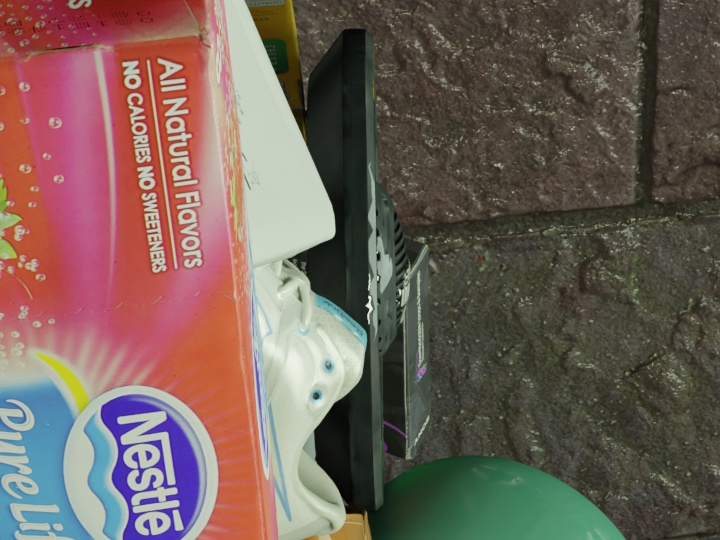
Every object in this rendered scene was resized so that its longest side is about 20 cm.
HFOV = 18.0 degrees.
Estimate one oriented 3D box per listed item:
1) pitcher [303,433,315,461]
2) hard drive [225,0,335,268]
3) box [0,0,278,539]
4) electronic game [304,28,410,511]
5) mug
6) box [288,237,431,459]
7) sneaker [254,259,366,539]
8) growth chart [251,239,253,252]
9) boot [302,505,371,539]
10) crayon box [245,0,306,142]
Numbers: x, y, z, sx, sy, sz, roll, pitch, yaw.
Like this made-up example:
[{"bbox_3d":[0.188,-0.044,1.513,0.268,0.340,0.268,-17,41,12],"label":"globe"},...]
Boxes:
[{"bbox_3d":[-0.063,0.086,1.080,0.172,0.121,0.201,41,35,-47],"label":"pitcher"},{"bbox_3d":[-0.070,-0.056,0.628,0.132,0.026,0.200,67,19,1],"label":"hard drive"},{"bbox_3d":[-0.071,0.009,0.461,0.096,0.099,0.200,-99,-176,-48],"label":"box"},{"bbox_3d":[0.000,0.000,0.944,0.200,0.041,0.201,-1,90,-90],"label":"electronic game"},{"bbox_3d":[0.040,0.157,1.001,0.114,0.185,0.153,-42,125,-46],"label":"mug"},{"bbox_3d":[-0.057,0.015,1.202,0.036,0.199,0.143,-55,156,-36],"label":"box"},{"bbox_3d":[-0.043,0.009,0.768,0.075,0.086,0.201,-96,179,-64],"label":"sneaker"},{"bbox_3d":[-0.081,-0.087,0.569,0.200,0.018,0.145,44,28,-51],"label":"growth chart"},{"bbox_3d":[-0.013,0.173,0.907,0.200,0.076,0.156,43,38,-79],"label":"boot"},{"bbox_3d":[-0.090,-0.084,1.016,0.200,0.125,0.052,-99,-175,-64],"label":"crayon box"}]
